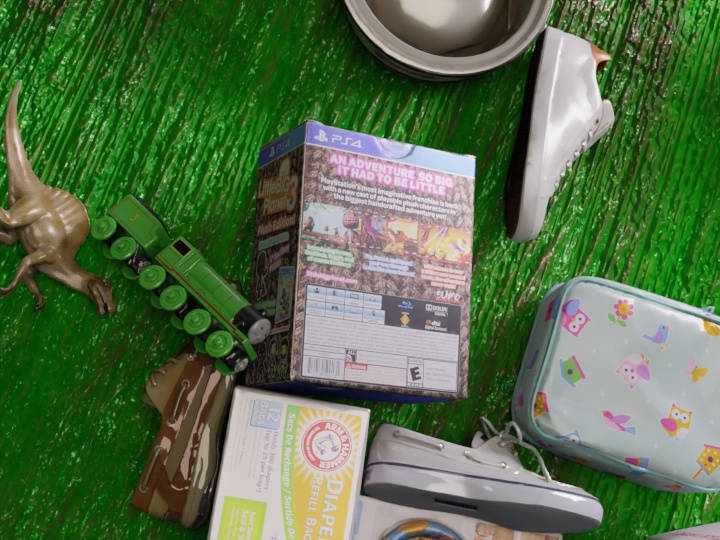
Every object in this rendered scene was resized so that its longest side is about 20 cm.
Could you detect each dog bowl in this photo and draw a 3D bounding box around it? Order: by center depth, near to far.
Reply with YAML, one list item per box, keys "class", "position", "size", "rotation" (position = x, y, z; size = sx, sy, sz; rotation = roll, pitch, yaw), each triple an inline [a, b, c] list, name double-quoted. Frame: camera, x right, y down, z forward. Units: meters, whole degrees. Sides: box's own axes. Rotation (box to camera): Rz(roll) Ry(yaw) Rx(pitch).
- class: "dog bowl"
  position: [0.069, -0.257, 1.054]
  size: [0.198, 0.074, 0.203]
  rotation: [2, 80, -10]

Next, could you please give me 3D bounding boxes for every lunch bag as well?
- class: "lunch bag"
  position: [0.239, 0.096, 1.023]
  size: [0.198, 0.077, 0.162]
  rotation: [19, 76, -7]

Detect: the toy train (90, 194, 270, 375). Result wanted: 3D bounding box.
- class: "toy train"
  position: [-0.142, 0.008, 0.943]
  size: [0.056, 0.042, 0.200]
  rotation: [-41, 58, -15]

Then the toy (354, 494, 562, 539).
- class: "toy"
  position: [0.071, 0.257, 0.978]
  size: [0.198, 0.047, 0.117]
  rotation: [12, 76, -9]

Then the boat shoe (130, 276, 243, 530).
- class: "boat shoe"
  position: [-0.139, 0.102, 0.953]
  size: [0.073, 0.076, 0.202]
  rotation: [11, 78, -5]

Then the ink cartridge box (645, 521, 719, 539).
- class: "ink cartridge box"
  position: [0.358, 0.247, 0.984]
  size: [0.198, 0.145, 0.085]
  rotation: [-8, 82, -12]

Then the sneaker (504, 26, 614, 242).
- class: "sneaker"
  position: [0.181, -0.115, 1.050]
  size: [0.084, 0.073, 0.202]
  rotation: [15, 76, -5]

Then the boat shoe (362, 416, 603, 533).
- class: "boat shoe"
  position: [0.105, 0.161, 0.994]
  size: [0.199, 0.075, 0.087]
  rotation: [10, 62, 2]

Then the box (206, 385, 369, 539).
- class: "box"
  position: [-0.060, 0.200, 0.929]
  size: [0.111, 0.101, 0.203]
  rotation: [8, 78, 0]

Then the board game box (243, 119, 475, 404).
- class: "board game box"
  position: [0.000, 0.000, 0.962]
  size: [0.158, 0.097, 0.203]
  rotation: [9, 78, -27]

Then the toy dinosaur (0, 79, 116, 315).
- class: "toy dinosaur"
  position: [-0.274, -0.042, 0.971]
  size: [0.101, 0.058, 0.202]
  rotation: [-28, 94, -29]
